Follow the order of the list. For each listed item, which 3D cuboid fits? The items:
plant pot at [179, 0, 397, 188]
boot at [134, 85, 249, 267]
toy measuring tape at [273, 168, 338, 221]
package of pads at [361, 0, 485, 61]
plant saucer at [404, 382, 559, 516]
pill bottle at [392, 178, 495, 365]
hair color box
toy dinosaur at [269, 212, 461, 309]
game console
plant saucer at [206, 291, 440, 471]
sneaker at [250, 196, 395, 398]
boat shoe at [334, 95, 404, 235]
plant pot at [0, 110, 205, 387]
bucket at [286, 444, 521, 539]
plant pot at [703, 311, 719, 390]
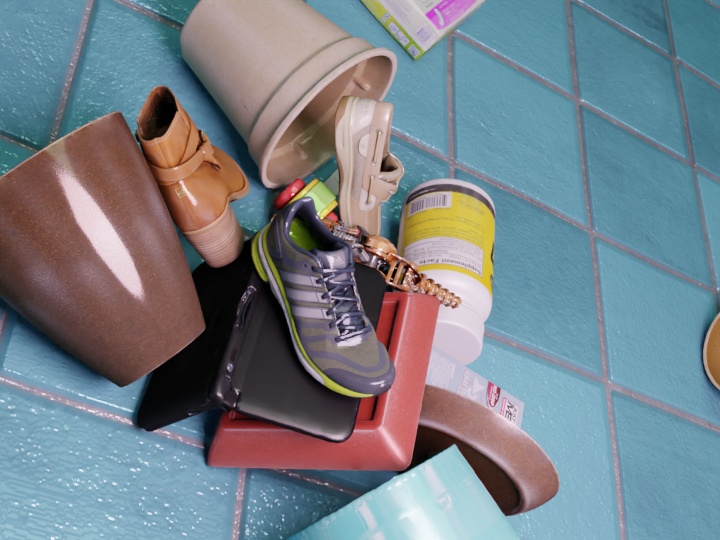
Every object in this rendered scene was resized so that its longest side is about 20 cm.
[{"bbox_3d":[-0.094,-0.226,1.180,0.183,0.200,0.200,46,43,11],"label":"plant pot"},{"bbox_3d":[-0.168,-0.115,1.037,0.200,0.074,0.155,-115,179,-53],"label":"boot"},{"bbox_3d":[-0.041,-0.086,1.198,0.074,0.074,0.200,46,45,-4],"label":"toy measuring tape"},{"bbox_3d":[0.085,-0.404,1.507,0.155,0.068,0.200,47,44,-4],"label":"package of pads"},{"bbox_3d":[0.095,0.183,1.044,0.200,0.200,0.034,39,60,-11],"label":"plant saucer"},{"bbox_3d":[0.095,0.004,1.214,0.114,0.114,0.200,26,50,-23],"label":"pill bottle"},{"bbox_3d":[0.061,0.132,1.113,0.200,0.099,0.061,32,48,-17],"label":"hair color box"},{"bbox_3d":[0.000,0.000,1.096,0.200,0.136,0.102,42,79,4],"label":"toy dinosaur"},{"bbox_3d":[-0.090,0.073,0.999,0.116,0.176,0.200,42,42,-29],"label":"game console"},{"bbox_3d":[-0.037,0.093,1.009,0.037,0.199,0.200,68,27,-44],"label":"plant saucer"},{"bbox_3d":[-0.030,0.022,0.939,0.074,0.081,0.200,-20,66,-34],"label":"sneaker"},{"bbox_3d":[0.013,-0.102,1.172,0.065,0.200,0.072,5,44,11],"label":"boat shoe"},{"bbox_3d":[-0.230,-0.005,0.936,0.200,0.187,0.187,55,44,-8],"label":"plant pot"},{"bbox_3d":[0.041,0.256,0.949,0.207,0.207,0.135,-19,75,-44],"label":"bucket"},{"bbox_3d":[0.620,0.144,1.505,0.200,0.186,0.186,37,44,-31],"label":"plant pot"}]
